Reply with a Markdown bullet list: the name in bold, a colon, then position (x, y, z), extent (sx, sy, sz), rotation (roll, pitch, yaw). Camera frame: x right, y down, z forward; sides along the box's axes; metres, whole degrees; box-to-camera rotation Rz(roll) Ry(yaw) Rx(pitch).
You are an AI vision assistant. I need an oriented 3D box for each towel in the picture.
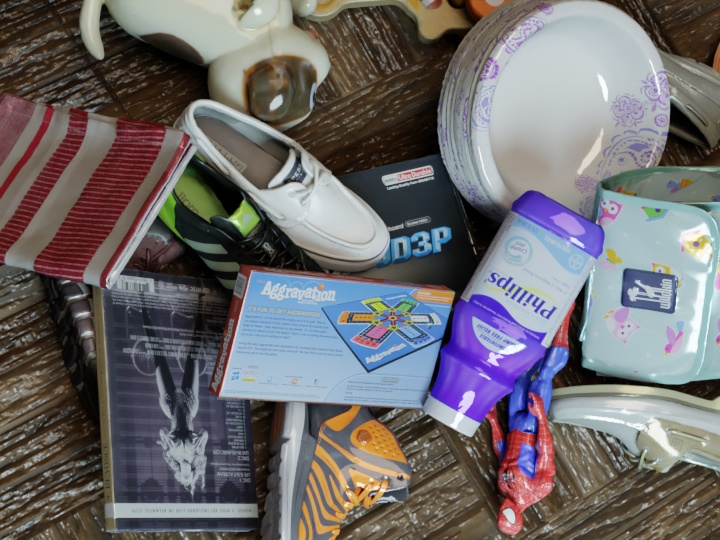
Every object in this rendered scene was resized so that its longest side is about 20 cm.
- **towel**: position (-0.237, -0.064, 1.433), extent (0.200, 0.023, 0.144), rotation (13, 63, 32)

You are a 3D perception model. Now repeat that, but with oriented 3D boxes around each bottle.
- **bottle**: position (0.118, 0.037, 1.500), extent (0.084, 0.065, 0.200), rotation (30, 91, 5)

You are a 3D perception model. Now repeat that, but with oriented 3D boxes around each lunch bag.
- **lunch bag**: position (0.282, 0.002, 1.565), extent (0.200, 0.122, 0.170), rotation (-4, 113, -16)

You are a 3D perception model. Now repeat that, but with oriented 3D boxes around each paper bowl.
- **paper bowl**: position (0.155, -0.134, 1.580), extent (0.201, 0.104, 0.201), rotation (-7, 104, -29)

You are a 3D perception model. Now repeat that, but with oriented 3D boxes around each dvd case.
- **dvd case**: position (-0.142, 0.102, 1.438), extent (0.149, 0.016, 0.200), rotation (8, 72, -47)

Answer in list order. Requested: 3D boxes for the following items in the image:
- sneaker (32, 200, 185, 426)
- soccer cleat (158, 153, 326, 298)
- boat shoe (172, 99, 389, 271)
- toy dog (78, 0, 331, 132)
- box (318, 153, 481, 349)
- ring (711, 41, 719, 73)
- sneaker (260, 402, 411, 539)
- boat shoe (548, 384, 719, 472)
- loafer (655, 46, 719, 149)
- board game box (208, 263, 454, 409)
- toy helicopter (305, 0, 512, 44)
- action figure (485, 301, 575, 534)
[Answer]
- **sneaker**: position (-0.183, 0.019, 1.465), extent (0.115, 0.076, 0.200), rotation (-14, 77, -24)
- **soccer cleat**: position (-0.087, -0.018, 1.453), extent (0.200, 0.081, 0.068), rotation (41, 68, -2)
- **boat shoe**: position (-0.062, -0.067, 1.485), extent (0.200, 0.065, 0.074), rotation (28, 66, -6)
- **toy dog**: position (-0.110, -0.202, 1.525), extent (0.194, 0.140, 0.200), rotation (-40, 90, -24)
- **box**: position (0.000, 0.000, 1.543), extent (0.200, 0.046, 0.159), rotation (-13, 77, -21)
- **ring**: position (0.417, -0.159, 1.745), extent (0.200, 0.019, 0.200), rotation (5, 71, -16)
- **sneaker**: position (-0.017, 0.190, 1.461), extent (0.112, 0.078, 0.200), rotation (10, 70, -14)
- **boat shoe**: position (0.254, 0.135, 1.566), extent (0.200, 0.075, 0.068), rotation (6, 82, -5)
- **loafer**: position (0.240, -0.170, 1.663), extent (0.200, 0.070, 0.070), rotation (21, 70, -6)
- **board game box**: position (-0.019, 0.054, 1.450), extent (0.200, 0.019, 0.103), rotation (7, 105, -38)
- **toy helicopter**: position (0.038, -0.261, 1.627), extent (0.200, 0.079, 0.132), rotation (-8, 82, -7)
- **action figure**: position (0.136, 0.119, 1.537), extent (0.052, 0.065, 0.200), rotation (19, 71, -38)
